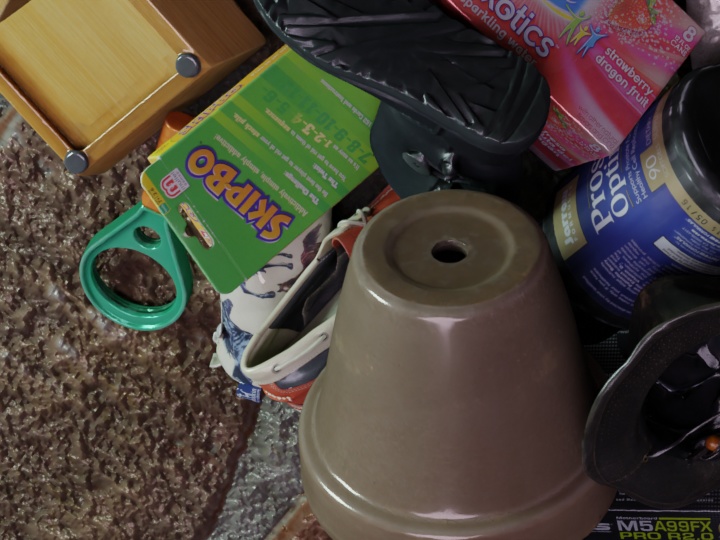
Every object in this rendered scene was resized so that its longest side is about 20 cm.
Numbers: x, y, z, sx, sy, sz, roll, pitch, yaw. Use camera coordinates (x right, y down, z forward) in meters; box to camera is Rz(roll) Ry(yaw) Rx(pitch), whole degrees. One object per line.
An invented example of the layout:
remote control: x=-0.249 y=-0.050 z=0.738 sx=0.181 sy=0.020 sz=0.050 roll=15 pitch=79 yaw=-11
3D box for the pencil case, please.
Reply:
pencil case: x=-0.060 y=-0.015 z=1.445 sx=0.089 sy=0.078 sz=0.202 roll=-3 pitch=119 yaw=-3

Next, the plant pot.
plant pot: x=0.058 y=0.053 z=1.284 sx=0.198 sy=0.201 sz=0.176 roll=6 pitch=131 yaw=11

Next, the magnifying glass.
magnifying glass: x=-0.139 y=-0.030 z=1.461 sx=0.079 sy=0.022 sz=0.201 roll=23 pitch=135 yaw=0

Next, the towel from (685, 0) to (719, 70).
towel: x=0.269 y=-0.125 z=1.326 sx=0.131 sy=0.035 sz=0.201 roll=-5 pitch=117 yaw=18

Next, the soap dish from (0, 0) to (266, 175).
soap dish: x=-0.183 y=-0.169 z=1.390 sx=0.157 sy=0.081 sz=0.200 roll=-35 pitch=106 yaw=27

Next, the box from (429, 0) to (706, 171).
box: x=0.091 y=-0.165 z=1.293 sx=0.200 sy=0.095 sz=0.103 roll=42 pitch=76 yaw=-10

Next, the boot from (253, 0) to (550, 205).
boot: x=0.016 y=-0.107 z=1.291 sx=0.199 sy=0.077 sz=0.168 roll=32 pitch=163 yaw=4

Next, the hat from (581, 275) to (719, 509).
hat: x=0.200 y=0.049 z=1.265 sx=0.199 sy=0.081 sz=0.201 roll=-16 pitch=143 yaw=-12

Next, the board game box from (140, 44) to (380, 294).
board game box: x=-0.042 y=-0.082 z=1.357 sx=0.096 sy=0.200 sz=0.030 roll=55 pitch=158 yaw=-17

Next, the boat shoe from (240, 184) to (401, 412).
boat shoe: x=0.000 y=0.000 z=1.400 sx=0.062 sy=0.071 sz=0.201 roll=36 pitch=92 yaw=-41

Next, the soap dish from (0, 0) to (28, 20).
soap dish: x=-0.176 y=-0.266 z=1.265 sx=0.200 sy=0.081 sz=0.158 roll=-38 pitch=103 yaw=-15

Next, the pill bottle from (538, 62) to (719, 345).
pill bottle: x=0.180 y=-0.032 z=1.328 sx=0.112 sy=0.112 sz=0.200 roll=38 pitch=141 yaw=-8

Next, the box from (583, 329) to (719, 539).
box: x=0.217 y=0.096 z=1.386 sx=0.198 sy=0.161 sz=0.044 roll=-1 pitch=142 yaw=15
